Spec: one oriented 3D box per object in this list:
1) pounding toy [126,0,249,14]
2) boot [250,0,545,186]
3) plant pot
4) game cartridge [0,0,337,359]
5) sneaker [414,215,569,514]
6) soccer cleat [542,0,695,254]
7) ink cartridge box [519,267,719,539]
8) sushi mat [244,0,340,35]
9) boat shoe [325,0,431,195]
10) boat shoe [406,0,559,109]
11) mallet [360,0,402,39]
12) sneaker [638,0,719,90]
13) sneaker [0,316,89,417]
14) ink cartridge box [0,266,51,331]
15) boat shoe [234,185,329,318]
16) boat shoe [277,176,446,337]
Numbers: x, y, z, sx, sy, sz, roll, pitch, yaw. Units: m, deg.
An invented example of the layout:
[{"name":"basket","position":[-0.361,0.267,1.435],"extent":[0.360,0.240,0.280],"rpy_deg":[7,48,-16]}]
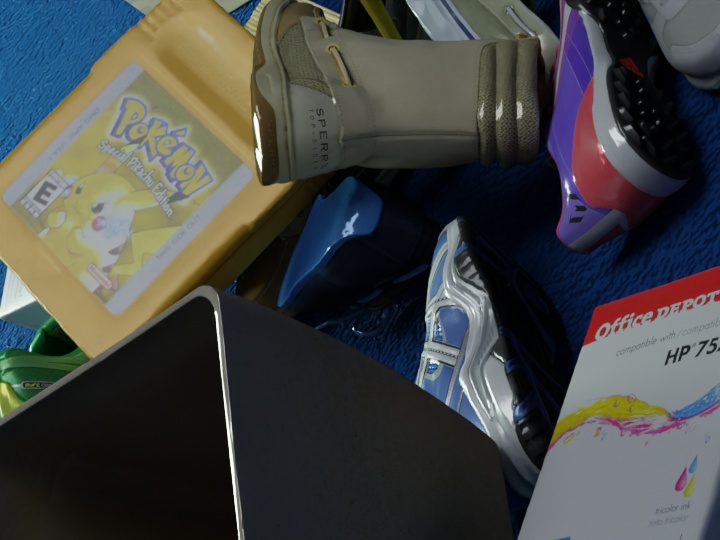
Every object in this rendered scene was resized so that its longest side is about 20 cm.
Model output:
[{"name":"pounding toy","position":[-0.111,-0.318,1.828],"extent":[0.200,0.142,0.184],"rpy_deg":[-22,41,52]},{"name":"boot","position":[0.021,-0.101,1.258],"extent":[0.200,0.155,0.073],"rpy_deg":[-91,-3,-70]},{"name":"plant pot","position":[-0.038,0.145,1.009],"extent":[0.200,0.177,0.200],"rpy_deg":[-32,57,44]},{"name":"game cartridge","position":[-0.121,-0.056,1.376],"extent":[0.200,0.032,0.176],"rpy_deg":[-47,55,0]},{"name":"sneaker","position":[0.053,0.045,1.133],"extent":[0.077,0.076,0.200],"rpy_deg":[-41,26,21]},{"name":"soccer cleat","position":[0.119,-0.090,1.201],"extent":[0.073,0.068,0.200],"rpy_deg":[-47,27,28]},{"name":"ink cartridge box","position":[0.136,0.068,0.939],"extent":[0.116,0.067,0.200],"rpy_deg":[-22,40,51]},{"name":"sushi mat","position":[-0.057,-0.150,1.670],"extent":[0.096,0.012,0.200],"rpy_deg":[-54,24,0]},{"name":"boat shoe","position":[0.002,-0.121,1.457],"extent":[0.073,0.065,0.200],"rpy_deg":[-32,34,40]},{"name":"boat shoe","position":[0.075,-0.141,1.362],"extent":[0.062,0.072,0.200],"rpy_deg":[-36,36,6]},{"name":"mallet","position":[0.004,-0.157,1.353],"extent":[0.041,0.200,0.066],"rpy_deg":[-32,13,-2]},{"name":"sneaker","position":[0.159,-0.160,1.192],"extent":[0.077,0.081,0.200],"rpy_deg":[-46,27,17]},{"name":"sneaker","position":[-0.150,0.057,1.414],"extent":[0.074,0.084,0.200],"rpy_deg":[-32,-8,27]},{"name":"ink cartridge box","position":[-0.141,-0.036,1.464],"extent":[0.200,0.067,0.116],"rpy_deg":[-24,53,50]},{"name":"boat shoe","position":[-0.053,-0.043,1.463],"extent":[0.073,0.063,0.200],"rpy_deg":[-35,32,38]},{"name":"boat shoe","position":[0.000,0.000,1.296],"extent":[0.200,0.069,0.084],"rpy_deg":[173,116,-80]}]
